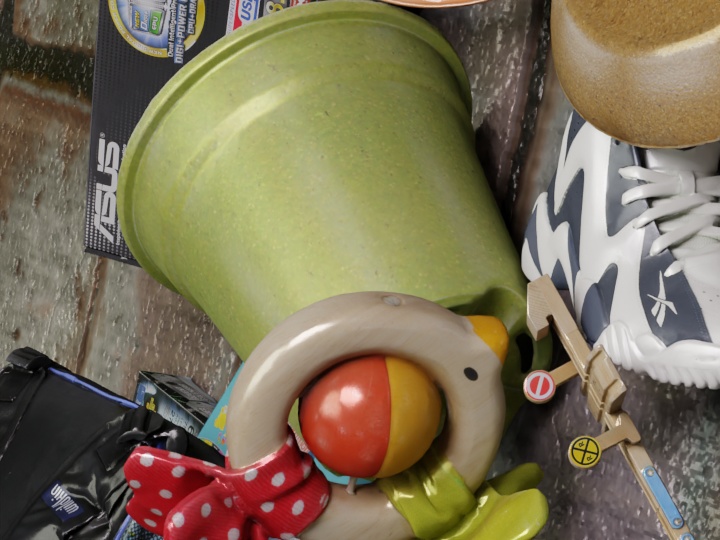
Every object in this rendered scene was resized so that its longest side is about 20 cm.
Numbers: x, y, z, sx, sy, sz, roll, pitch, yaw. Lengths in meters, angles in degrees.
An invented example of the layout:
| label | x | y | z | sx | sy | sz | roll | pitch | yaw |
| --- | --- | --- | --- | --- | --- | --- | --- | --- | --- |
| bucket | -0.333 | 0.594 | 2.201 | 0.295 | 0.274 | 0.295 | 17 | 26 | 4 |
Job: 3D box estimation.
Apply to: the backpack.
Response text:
| label | x | y | z | sx | sy | sz | roll | pitch | yaw |
| --- | --- | --- | --- | --- | --- | --- | --- | --- | --- |
| backpack | -0.148 | 0.170 | 1.453 | 0.183 | 0.147 | 0.200 | 19 | 78 | 54 |

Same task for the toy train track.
| label | x | y | z | sx | sy | sz | roll | pitch | yaw |
| --- | --- | --- | --- | --- | --- | --- | --- | --- | --- |
| toy train track | 0.116 | 0.097 | 1.204 | 0.200 | 0.032 | 0.115 | 61 | 176 | 13 |

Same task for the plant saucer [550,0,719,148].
| label | x | y | z | sx | sy | sz | roll | pitch | yaw |
| --- | --- | --- | --- | --- | --- | --- | --- | --- | --- |
| plant saucer | 0.156 | -0.150 | 1.209 | 0.200 | 0.035 | 0.201 | -25 | 48 | 31 |

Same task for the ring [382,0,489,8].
| label | x | y | z | sx | sy | sz | roll | pitch | yaw |
| --- | --- | --- | --- | --- | --- | --- | --- | --- | --- |
| ring | 0.047 | -0.227 | 1.397 | 0.019 | 0.200 | 0.201 | 43 | -135 | -71 |

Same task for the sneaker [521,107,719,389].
| label | x | y | z | sx | sy | sz | roll | pitch | yaw |
| --- | --- | --- | --- | --- | --- | --- | --- | --- | --- |
| sneaker | 0.142 | -0.032 | 1.232 | 0.199 | 0.079 | 0.130 | -129 | 45 | -65 |

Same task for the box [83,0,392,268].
| label | x | y | z | sx | sy | sz | roll | pitch | yaw |
| --- | --- | --- | --- | --- | --- | --- | --- | --- | --- |
| box | -0.070 | -0.088 | 1.520 | 0.160 | 0.044 | 0.201 | 15 | 115 | 18 |

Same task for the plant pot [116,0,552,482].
| label | x | y | z | sx | sy | sz | roll | pitch | yaw |
| --- | --- | --- | --- | --- | --- | --- | --- | --- | --- |
| plant pot | 0.000 | 0.000 | 1.370 | 0.201 | 0.200 | 0.184 | -61 | 41 | 31 |

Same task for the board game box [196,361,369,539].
| label | x | y | z | sx | sy | sz | roll | pitch | yaw |
| --- | --- | --- | --- | --- | --- | --- | --- | --- | --- |
| board game box | -0.051 | 0.141 | 1.514 | 0.200 | 0.047 | 0.151 | -58 | 35 | 13 |

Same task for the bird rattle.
| label | x | y | z | sx | sy | sz | roll | pitch | yaw |
| --- | --- | --- | --- | --- | --- | --- | --- | --- | --- |
| bird rattle | -0.007 | 0.082 | 1.263 | 0.113 | 0.199 | 0.164 | -95 | 15 | -66 |

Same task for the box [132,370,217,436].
| label | x | y | z | sx | sy | sz | roll | pitch | yaw |
| --- | --- | --- | --- | --- | --- | --- | --- | --- | --- |
| box | -0.118 | 0.177 | 1.670 | 0.137 | 0.040 | 0.201 | 30 | 108 | 58 |
